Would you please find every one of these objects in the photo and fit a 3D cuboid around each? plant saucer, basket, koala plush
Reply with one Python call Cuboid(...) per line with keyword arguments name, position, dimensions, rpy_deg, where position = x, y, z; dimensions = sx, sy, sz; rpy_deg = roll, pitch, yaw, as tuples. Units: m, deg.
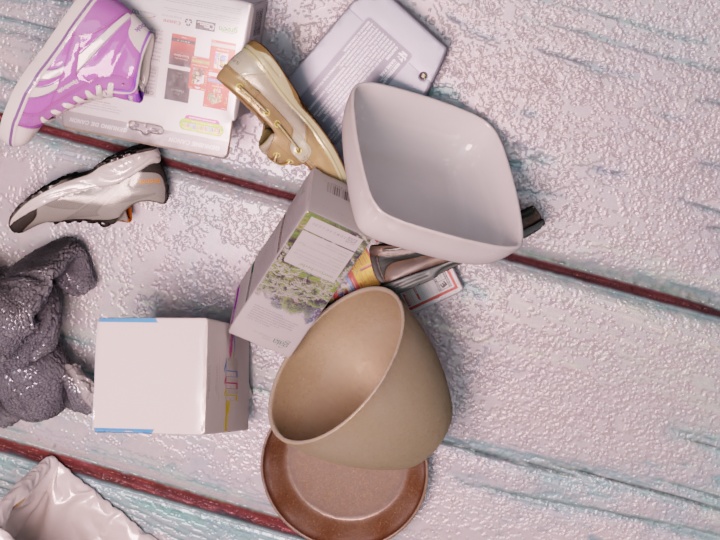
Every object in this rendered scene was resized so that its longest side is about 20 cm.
Cuboid(name="plant saucer", position=(-0.018, 0.231, 1.606), dimensions=(0.200, 0.037, 0.201), rpy_deg=(1, 102, 7))
Cuboid(name="basket", position=(-0.370, 0.365, 1.600), dimensions=(0.200, 0.198, 0.161), rpy_deg=(40, 108, -3))
Cuboid(name="koala plush", position=(-0.393, 0.092, 1.565), dimensions=(0.177, 0.184, 0.200), rpy_deg=(-9, 113, 9))

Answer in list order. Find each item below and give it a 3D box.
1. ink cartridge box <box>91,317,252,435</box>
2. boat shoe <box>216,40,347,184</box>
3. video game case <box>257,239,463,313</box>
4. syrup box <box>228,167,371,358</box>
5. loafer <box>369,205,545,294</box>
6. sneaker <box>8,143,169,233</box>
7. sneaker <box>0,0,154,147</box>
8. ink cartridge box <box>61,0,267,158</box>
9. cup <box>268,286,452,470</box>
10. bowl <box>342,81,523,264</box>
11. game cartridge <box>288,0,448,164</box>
Cuboid(name="ink cartridge box", position=(-0.206, 0.120, 1.531), dimensions=(0.128, 0.200, 0.126), rpy_deg=(0, 85, 10))
Cuboid(name="boat shoe", position=(-0.083, -0.150, 1.463), dimensions=(0.066, 0.074, 0.200), rpy_deg=(-37, 106, -6))
Cuboid(name="video game case", position=(0.000, 0.000, 1.563), dimensions=(0.200, 0.017, 0.143), rpy_deg=(-25, 98, 11))
Cuboid(name="syrup box", position=(-0.066, -0.005, 1.480), dimensions=(0.079, 0.082, 0.200), rpy_deg=(24, 127, -15))
Cuboid(name="loafer", position=(0.105, -0.036, 1.505), dimensions=(0.200, 0.072, 0.063), rpy_deg=(-24, 92, -2))
Cuboid(name="sneaker", position=(-0.314, -0.078, 1.559), dimensions=(0.200, 0.074, 0.080), rpy_deg=(-20, 104, 11))
Cuboid(name="sneaker", position=(-0.298, -0.192, 1.449), dimensions=(0.114, 0.073, 0.201), rpy_deg=(37, 106, -5))
Cuboid(name="ink cartridge box", position=(-0.220, -0.231, 1.507), dimensions=(0.199, 0.084, 0.176), rpy_deg=(12, 105, 5))
Cuboid(name="cup", position=(0.019, 0.139, 1.485), dimensions=(0.200, 0.200, 0.143), rpy_deg=(-43, 119, 13))
Cuboid(name="bowl", position=(0.066, -0.093, 1.440), dimensions=(0.200, 0.200, 0.075), rpy_deg=(13, 139, -26))
Cuboid(name="game cartridge", position=(-0.002, -0.205, 1.511), dimensions=(0.133, 0.040, 0.200), rpy_deg=(43, 104, 0))
